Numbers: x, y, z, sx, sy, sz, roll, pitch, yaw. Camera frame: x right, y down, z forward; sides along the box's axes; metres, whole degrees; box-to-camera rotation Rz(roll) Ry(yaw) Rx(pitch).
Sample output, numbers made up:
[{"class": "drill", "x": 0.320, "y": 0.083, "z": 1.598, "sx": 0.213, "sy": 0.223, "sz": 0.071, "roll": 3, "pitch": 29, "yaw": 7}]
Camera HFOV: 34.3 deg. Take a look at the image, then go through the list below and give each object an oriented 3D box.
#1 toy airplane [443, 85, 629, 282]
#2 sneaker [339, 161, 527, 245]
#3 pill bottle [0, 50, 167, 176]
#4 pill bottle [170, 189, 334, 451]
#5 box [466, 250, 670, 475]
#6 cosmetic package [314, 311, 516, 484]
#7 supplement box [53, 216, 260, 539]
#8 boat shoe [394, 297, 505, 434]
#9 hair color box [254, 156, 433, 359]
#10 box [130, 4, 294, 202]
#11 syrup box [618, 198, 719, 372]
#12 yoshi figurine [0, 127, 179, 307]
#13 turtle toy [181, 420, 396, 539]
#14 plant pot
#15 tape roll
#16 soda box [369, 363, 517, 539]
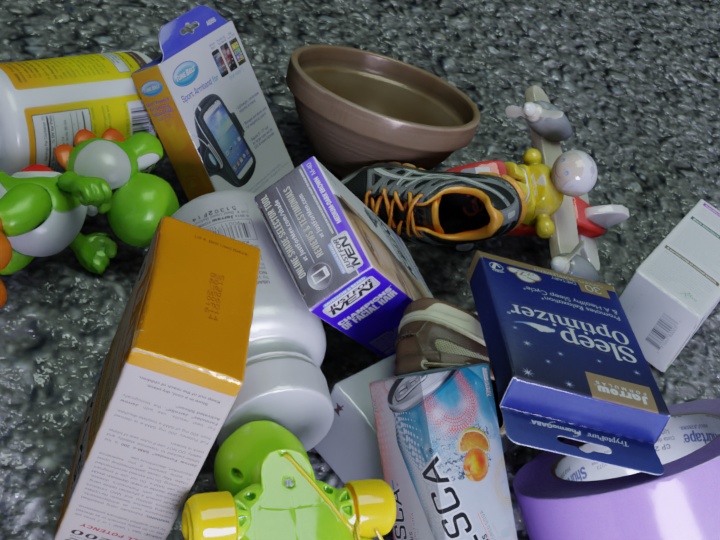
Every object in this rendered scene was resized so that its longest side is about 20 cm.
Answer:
[{"class": "toy airplane", "x": 0.194, "y": -0.070, "z": 1.163, "sx": 0.200, "sy": 0.141, "sz": 0.199, "roll": 47, "pitch": 52, "yaw": -2}, {"class": "sneaker", "x": 0.051, "y": -0.058, "z": 1.072, "sx": 0.197, "sy": 0.079, "sz": 0.077, "roll": -4, "pitch": 13, "yaw": 15}, {"class": "pill bottle", "x": -0.268, "y": -0.126, "z": 1.005, "sx": 0.198, "sy": 0.110, "sz": 0.109, "roll": -15, "pitch": 53, "yaw": -39}, {"class": "pill bottle", "x": -0.088, "y": 0.044, "z": 0.908, "sx": 0.113, "sy": 0.115, "sz": 0.201, "roll": 2, "pitch": 44, "yaw": -26}, {"class": "box", "x": 0.149, "y": 0.061, "z": 0.845, "sx": 0.120, "sy": 0.033, "sz": 0.201, "roll": 14, "pitch": 31, "yaw": -12}, {"class": "cosmetic package", "x": 0.066, "y": 0.114, "z": 0.946, "sx": 0.199, "sy": 0.072, "sz": 0.102, "roll": -22, "pitch": 60, "yaw": -43}, {"class": "supplement box", "x": -0.136, "y": 0.084, "z": 0.770, "sx": 0.073, "sy": 0.201, "sz": 0.127, "roll": 18, "pitch": 38, "yaw": -14}, {"class": "boat shoe", "x": 0.117, "y": 0.095, "z": 0.895, "sx": 0.200, "sy": 0.075, "sz": 0.075, "roll": 20, "pitch": 55, "yaw": -1}, {"class": "hair color box", "x": 0.000, "y": 0.000, "z": 0.949, "sx": 0.110, "sy": 0.064, "sz": 0.200, "roll": 62, "pitch": 12, "yaw": 26}, {"class": "box", "x": -0.127, "y": -0.129, "z": 1.042, "sx": 0.119, "sy": 0.041, "sz": 0.202, "roll": -46, "pitch": 118, "yaw": -50}, {"class": "syrup box", "x": 0.332, "y": 0.011, "z": 1.199, "sx": 0.081, "sy": 0.079, "sz": 0.199, "roll": 38, "pitch": 40, "yaw": 16}, {"class": "yoshi figurine", "x": -0.220, "y": -0.039, "z": 0.928, "sx": 0.111, "sy": 0.113, "sz": 0.199, "roll": 10, "pitch": 36, "yaw": 41}, {"class": "turtle toy", "x": -0.051, "y": 0.188, "z": 0.769, "sx": 0.144, "sy": 0.101, "sz": 0.202, "roll": 0, "pitch": 57, "yaw": -20}, {"class": "plant pot", "x": 0.013, "y": -0.146, "z": 1.174, "sx": 0.198, "sy": 0.094, "sz": 0.201, "roll": 16, "pitch": 25, "yaw": -7}, {"class": "tape roll", "x": 0.217, "y": 0.161, "z": 0.876, "sx": 0.199, "sy": 0.199, "sz": 0.066, "roll": -22, "pitch": 93, "yaw": -42}, {"class": "soda box", "x": 0.062, "y": 0.170, "z": 0.808, "sx": 0.063, "sy": 0.068, "sz": 0.203, "roll": -7, "pitch": 85, "yaw": -34}]
